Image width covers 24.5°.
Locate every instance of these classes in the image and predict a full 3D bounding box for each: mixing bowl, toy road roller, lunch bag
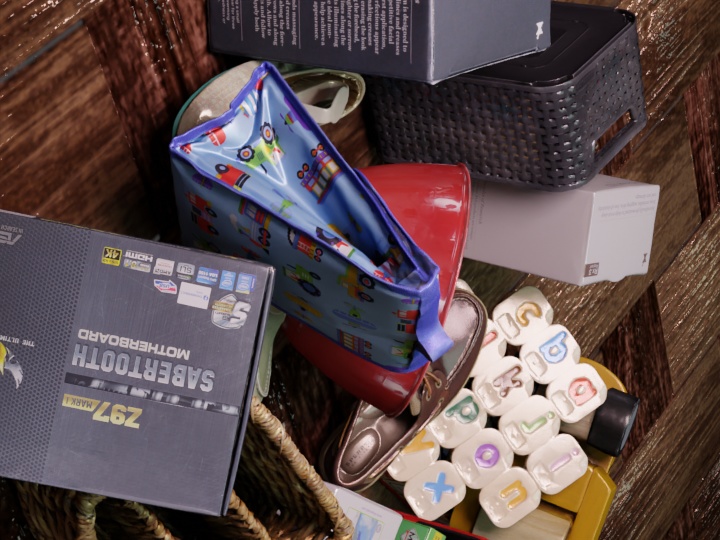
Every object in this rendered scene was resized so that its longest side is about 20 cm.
[{"bbox_3d":[0.000,0.000,1.252,0.108,0.200,0.201,16,86,-10],"label":"mixing bowl"},{"bbox_3d":[0.174,0.175,1.490,0.146,0.122,0.201,26,85,-74],"label":"toy road roller"},{"bbox_3d":[-0.022,-0.011,1.071,0.094,0.200,0.151,-43,164,-18],"label":"lunch bag"}]

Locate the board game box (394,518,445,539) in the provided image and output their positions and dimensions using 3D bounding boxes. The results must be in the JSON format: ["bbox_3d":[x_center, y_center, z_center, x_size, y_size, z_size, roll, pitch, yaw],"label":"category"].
[{"bbox_3d":[-0.027,0.283,1.316,0.029,0.134,0.201,39,69,-51],"label":"board game box"}]

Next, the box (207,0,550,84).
[{"bbox_3d":[0.012,-0.205,1.164,0.148,0.199,0.108,-22,118,-49],"label":"box"}]

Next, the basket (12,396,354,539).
[{"bbox_3d":[-0.124,0.168,1.136,0.143,0.149,0.200,-58,141,-25],"label":"basket"}]

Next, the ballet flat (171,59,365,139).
[{"bbox_3d":[-0.058,-0.118,1.183,0.200,0.062,0.068,-37,142,-55],"label":"ballet flat"}]

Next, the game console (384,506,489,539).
[{"bbox_3d":[0.008,0.290,1.329,0.031,0.176,0.201,37,70,-50],"label":"game console"}]

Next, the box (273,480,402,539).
[{"bbox_3d":[-0.068,0.256,1.268,0.101,0.112,0.201,34,73,-52],"label":"box"}]

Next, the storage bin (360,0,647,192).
[{"bbox_3d":[0.112,-0.147,1.318,0.135,0.199,0.094,-42,131,-39],"label":"storage bin"}]

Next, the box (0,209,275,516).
[{"bbox_3d":[-0.163,0.054,1.020,0.051,0.199,0.158,-138,-119,-86],"label":"box"}]

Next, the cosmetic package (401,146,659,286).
[{"bbox_3d":[0.133,-0.048,1.378,0.113,0.199,0.082,-10,108,-53],"label":"cosmetic package"}]

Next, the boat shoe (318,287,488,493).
[{"bbox_3d":[0.039,0.099,1.360,0.200,0.072,0.072,-50,178,-7],"label":"boat shoe"}]

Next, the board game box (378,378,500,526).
[{"bbox_3d":[0.087,0.150,1.506,0.200,0.046,0.152,49,60,-48],"label":"board game box"}]

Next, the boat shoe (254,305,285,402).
[{"bbox_3d":[-0.074,0.004,1.175,0.072,0.062,0.201,49,39,-73],"label":"boat shoe"}]

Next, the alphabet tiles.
[{"bbox_3d":[0.100,0.112,1.405,0.195,0.200,0.015,-34,176,-6],"label":"alphabet tiles"}]
